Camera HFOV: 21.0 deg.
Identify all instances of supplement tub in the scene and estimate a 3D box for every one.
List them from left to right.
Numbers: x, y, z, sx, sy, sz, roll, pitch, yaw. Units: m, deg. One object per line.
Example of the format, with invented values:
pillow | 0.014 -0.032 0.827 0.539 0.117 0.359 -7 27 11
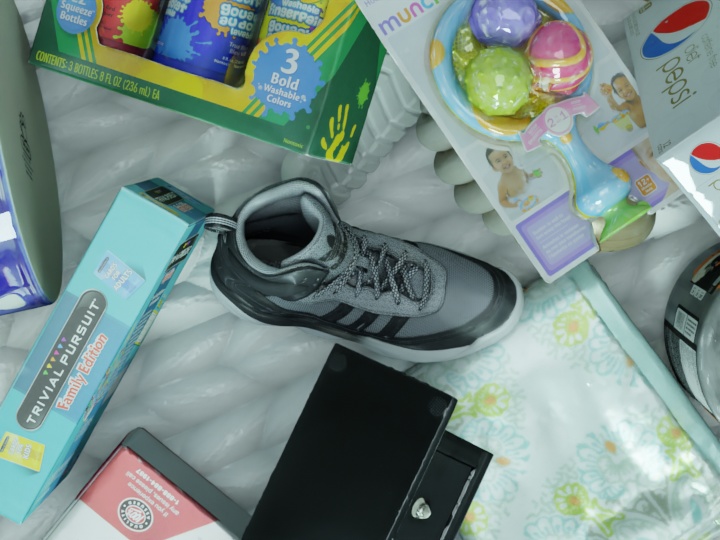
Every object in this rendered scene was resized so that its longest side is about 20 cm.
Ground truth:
supplement tub | 0.251 0.044 1.146 0.122 0.200 0.123 0 95 0

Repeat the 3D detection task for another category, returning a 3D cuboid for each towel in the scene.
towel | 0.128 0.116 1.231 0.171 0.048 0.200 -35 93 3

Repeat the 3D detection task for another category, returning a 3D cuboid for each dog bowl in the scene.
dog bowl | -0.234 -0.070 1.145 0.078 0.200 0.201 -9 95 -1

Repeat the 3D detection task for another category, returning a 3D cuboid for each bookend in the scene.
bookend | 0.023 0.175 1.171 0.092 0.200 0.199 23 84 35

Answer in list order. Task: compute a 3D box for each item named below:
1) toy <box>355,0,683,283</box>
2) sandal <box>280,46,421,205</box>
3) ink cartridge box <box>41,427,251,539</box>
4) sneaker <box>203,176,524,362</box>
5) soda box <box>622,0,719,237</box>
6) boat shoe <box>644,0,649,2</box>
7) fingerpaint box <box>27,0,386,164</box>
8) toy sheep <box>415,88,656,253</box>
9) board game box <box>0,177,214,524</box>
toy | 0.099 -0.108 1.088 0.115 0.047 0.200 -33 90 -16
sandal | 0.016 -0.129 1.208 0.203 0.082 0.050 -47 50 3
ink cartridge box | -0.152 0.224 1.228 0.147 0.083 0.200 40 94 -2
sneaker | 0.000 0.000 1.178 0.199 0.114 0.076 8 71 7
soda box | 0.201 -0.102 1.097 0.068 0.200 0.064 -36 113 20
boat shoe | 0.254 -0.192 1.191 0.199 0.070 0.071 3 96 2
fingerpaint box | -0.080 -0.173 1.164 0.199 0.073 0.167 20 96 21
toy sheep | 0.103 -0.088 1.173 0.138 0.138 0.200 -44 97 4
board game box | -0.163 0.043 1.178 0.047 0.151 0.200 29 95 -1
